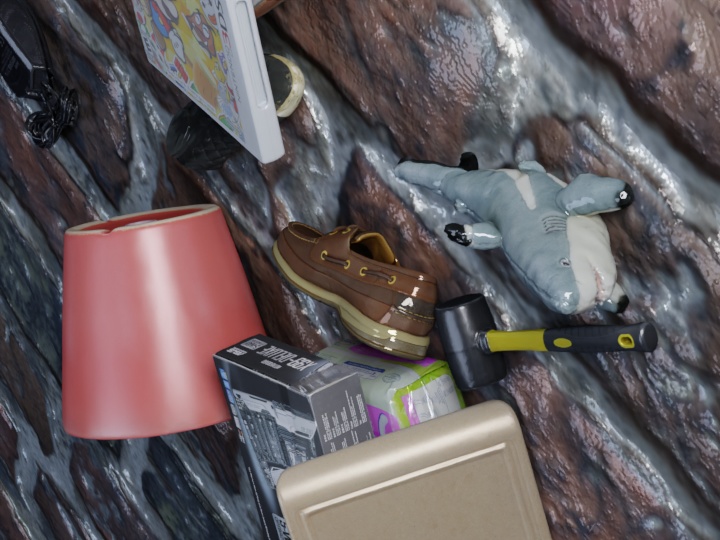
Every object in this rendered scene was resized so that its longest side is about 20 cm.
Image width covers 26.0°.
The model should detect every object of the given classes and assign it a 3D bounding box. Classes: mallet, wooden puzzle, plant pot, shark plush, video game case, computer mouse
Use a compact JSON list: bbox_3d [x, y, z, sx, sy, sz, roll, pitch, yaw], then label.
[{"bbox_3d":[0.124,0.056,1.047,0.199,0.041,0.066,6,114,53],"label":"mallet"},{"bbox_3d":[0.050,0.214,1.157,0.037,0.183,0.202,-121,13,-79],"label":"wooden puzzle"},{"bbox_3d":[-0.181,0.040,1.393,0.200,0.199,0.179,5,106,57],"label":"plant pot"},{"bbox_3d":[0.090,-0.038,0.980,0.200,0.083,0.091,43,145,34],"label":"shark plush"},{"bbox_3d":[-0.128,-0.197,1.155,0.200,0.023,0.183,43,152,45],"label":"video game case"},{"bbox_3d":[-0.348,-0.229,1.597,0.201,0.053,0.138,56,153,-6],"label":"computer mouse"}]

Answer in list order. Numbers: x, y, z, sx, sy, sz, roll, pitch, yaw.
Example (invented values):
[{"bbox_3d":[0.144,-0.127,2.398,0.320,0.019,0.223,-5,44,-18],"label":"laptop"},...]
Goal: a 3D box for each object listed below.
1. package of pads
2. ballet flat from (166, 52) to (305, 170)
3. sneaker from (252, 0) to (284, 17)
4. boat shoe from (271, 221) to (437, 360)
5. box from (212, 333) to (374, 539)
[{"bbox_3d":[0.037,0.161,1.237,0.154,0.068,0.202,9,120,58],"label":"package of pads"},{"bbox_3d":[-0.096,-0.130,1.270,0.199,0.056,0.067,-19,67,56],"label":"ballet flat"},{"bbox_3d":[-0.088,-0.227,1.142,0.200,0.071,0.080,-13,105,62],"label":"sneaker"},{"bbox_3d":[0.000,0.000,1.188,0.200,0.072,0.068,37,108,53],"label":"boat shoe"},{"bbox_3d":[-0.038,0.163,1.241,0.157,0.049,0.202,17,125,56],"label":"box"}]
